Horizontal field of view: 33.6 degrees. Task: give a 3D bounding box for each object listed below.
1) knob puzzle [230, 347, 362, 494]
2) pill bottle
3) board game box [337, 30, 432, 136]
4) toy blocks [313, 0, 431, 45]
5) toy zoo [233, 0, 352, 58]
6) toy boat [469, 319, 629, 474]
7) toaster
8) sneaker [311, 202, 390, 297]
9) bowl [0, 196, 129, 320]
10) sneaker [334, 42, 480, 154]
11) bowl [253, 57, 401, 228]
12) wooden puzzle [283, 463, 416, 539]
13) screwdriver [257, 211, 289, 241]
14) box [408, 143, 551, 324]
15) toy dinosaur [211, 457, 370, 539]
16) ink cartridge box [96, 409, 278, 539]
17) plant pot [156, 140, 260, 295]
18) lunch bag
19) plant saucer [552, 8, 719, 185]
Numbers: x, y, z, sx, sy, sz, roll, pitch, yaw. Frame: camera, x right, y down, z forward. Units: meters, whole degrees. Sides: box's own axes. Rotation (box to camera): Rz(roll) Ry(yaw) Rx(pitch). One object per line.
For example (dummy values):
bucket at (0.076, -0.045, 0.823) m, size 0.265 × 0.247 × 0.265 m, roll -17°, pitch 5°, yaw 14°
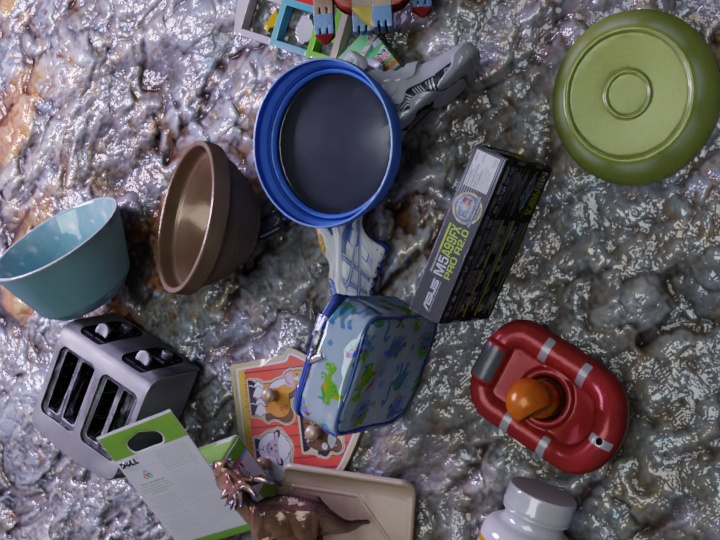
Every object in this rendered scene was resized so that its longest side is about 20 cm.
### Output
knob puzzle at (-0.084, 0.203, 1.573) m, size 0.217 × 0.030 × 0.223 m, roll 0°, pitch 89°, yaw 28°
pill bottle at (0.182, 0.349, 1.382) m, size 0.110 × 0.111 × 0.203 m, roll 21°, pitch 100°, yaw 27°
board game box at (-0.015, -0.194, 1.530) m, size 0.200 × 0.029 × 0.135 m, roll -42°, pitch 71°, yaw 17°
toy blocks at (0.013, -0.355, 1.480) m, size 0.197 × 0.100 × 0.139 m, roll -4°, pitch 90°, yaw 4°
toy zoo at (-0.094, -0.361, 1.587) m, size 0.198 × 0.020 × 0.133 m, roll 22°, pitch 100°, yaw 26°
toy boat at (0.207, 0.147, 1.359) m, size 0.199 × 0.130 × 0.132 m, roll 33°, pitch 105°, yaw 25°
toaster at (-0.346, 0.181, 1.666) m, size 0.180 × 0.118 × 0.202 m, roll 29°, pitch 103°, yaw 26°
sneaker at (0.000, 0.000, 1.505) m, size 0.087 × 0.075 × 0.203 m, roll -13°, pitch 99°, yaw -1°
bowl at (-0.404, -0.004, 1.674) m, size 0.198 × 0.202 × 0.106 m, roll -14°, pitch 117°, yaw 27°
sneaker at (0.045, -0.234, 1.447) m, size 0.199 × 0.075 × 0.116 m, roll -39°, pitch 75°, yaw 21°
bowl at (-0.039, -0.153, 1.439) m, size 0.198 × 0.039 × 0.204 m, roll 2°, pitch 94°, yaw 30°
wooden puzzle at (-0.017, 0.354, 1.531) m, size 0.182 × 0.037 × 0.203 m, roll 4°, pitch 96°, yaw 22°
screwdriver at (-0.067, -0.082, 1.575) m, size 0.198 × 0.028 × 0.029 m, roll -21°, pitch 110°, yaw 20°
box at (0.141, -0.039, 1.380) m, size 0.044 × 0.160 × 0.202 m, roll 27°, pitch 103°, yaw 24°
toy dinosaur at (-0.090, 0.298, 1.462) m, size 0.197 × 0.086 × 0.138 m, roll -1°, pitch 113°, yaw 5°
ink cartridge box at (-0.225, 0.256, 1.563) m, size 0.147 × 0.076 × 0.201 m, roll -22°, pitch 111°, yaw 32°
plant pot at (-0.193, -0.062, 1.578) m, size 0.200 × 0.092 × 0.204 m, roll -33°, pitch 51°, yaw 53°
lunch bag at (0.006, 0.113, 1.429) m, size 0.082 × 0.199 × 0.163 m, roll 22°, pitch 101°, yaw 27°
plant saucer at (0.309, -0.200, 1.362) m, size 0.197 × 0.031 × 0.203 m, roll 0°, pitch 90°, yaw 29°
